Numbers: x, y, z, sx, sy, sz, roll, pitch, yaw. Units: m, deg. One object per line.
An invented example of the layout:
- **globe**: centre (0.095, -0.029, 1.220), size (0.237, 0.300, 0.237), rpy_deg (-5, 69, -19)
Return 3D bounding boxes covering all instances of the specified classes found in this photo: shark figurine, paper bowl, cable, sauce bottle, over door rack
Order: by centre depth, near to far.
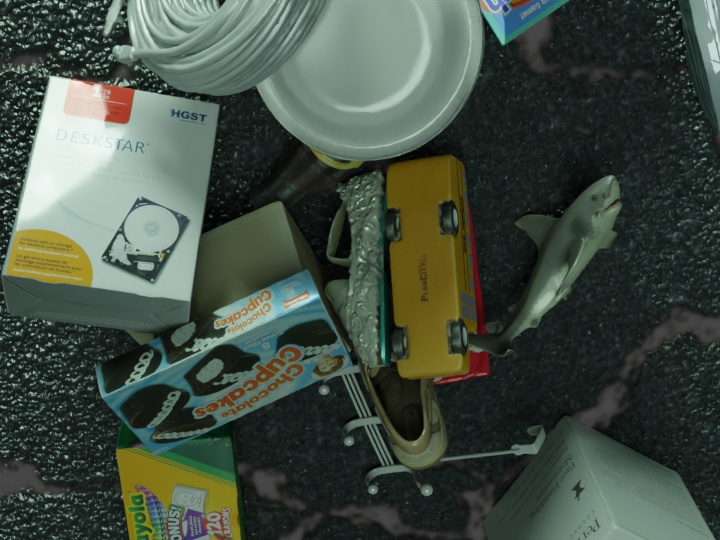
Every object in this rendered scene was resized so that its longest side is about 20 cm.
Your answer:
- **cable**: centre (-0.104, -0.236, 0.908), size (0.069, 0.199, 0.201), rpy_deg (18, 96, -49)
- **paper bowl**: centre (0.004, -0.192, 0.954), size (0.199, 0.104, 0.202), rpy_deg (1, 101, 6)
- **sauce bottle**: centre (-0.019, -0.120, 1.056), size (0.066, 0.066, 0.200), rpy_deg (42, 103, -19)
- **shark figurine**: centre (0.171, -0.007, 1.113), size (0.089, 0.128, 0.215), rpy_deg (39, 99, 19)
- **over door rack**: centre (0.071, 0.148, 1.163), size (0.199, 0.067, 0.148), rpy_deg (-16, 115, 16)

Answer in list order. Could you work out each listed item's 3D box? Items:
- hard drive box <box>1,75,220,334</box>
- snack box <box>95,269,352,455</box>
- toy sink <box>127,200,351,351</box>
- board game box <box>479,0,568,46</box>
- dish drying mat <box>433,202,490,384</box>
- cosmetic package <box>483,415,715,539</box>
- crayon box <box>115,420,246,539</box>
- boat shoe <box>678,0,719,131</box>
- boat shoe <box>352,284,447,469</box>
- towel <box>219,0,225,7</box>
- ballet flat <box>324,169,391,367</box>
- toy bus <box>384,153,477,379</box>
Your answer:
- **hard drive box**: centre (-0.212, -0.056, 0.996), size (0.155, 0.201, 0.077), rpy_deg (8, 151, -8)
- **snack box**: centre (-0.114, 0.083, 0.995), size (0.199, 0.037, 0.116), rpy_deg (-25, 144, -1)
- **toy sink**: centre (-0.128, 0.048, 1.069), size (0.199, 0.112, 0.131), rpy_deg (-23, 143, 5)
- **board game box**: centre (0.131, -0.321, 0.990), size (0.152, 0.045, 0.200), rpy_deg (-34, 112, 10)
- **dish drying mat**: centre (0.084, 0.023, 1.150), size (0.076, 0.018, 0.201), rpy_deg (-8, 115, 4)
- **cosmetic package**: centre (0.251, 0.292, 1.183), size (0.164, 0.200, 0.165), rpy_deg (28, 108, -15)
- **crayon box**: centre (-0.185, 0.252, 1.209), size (0.118, 0.058, 0.201), rpy_deg (-4, 114, -3)
- **boat shoe**: centre (0.327, -0.225, 1.030), size (0.066, 0.074, 0.201), rpy_deg (-17, 113, 6)
- **boat shoe**: centre (0.034, 0.086, 1.084), size (0.071, 0.201, 0.065), rpy_deg (-22, 149, 3)
- **towel**: centre (-0.088, -0.284, 1.002), size (0.199, 0.023, 0.144), rpy_deg (-31, 112, 8)
- **ballet flat**: centre (0.000, 0.000, 1.064), size (0.071, 0.201, 0.072), rpy_deg (3, 154, 1)
- **toy bus**: centre (0.066, -0.002, 1.051), size (0.065, 0.078, 0.201), rpy_deg (-7, 80, 19)
